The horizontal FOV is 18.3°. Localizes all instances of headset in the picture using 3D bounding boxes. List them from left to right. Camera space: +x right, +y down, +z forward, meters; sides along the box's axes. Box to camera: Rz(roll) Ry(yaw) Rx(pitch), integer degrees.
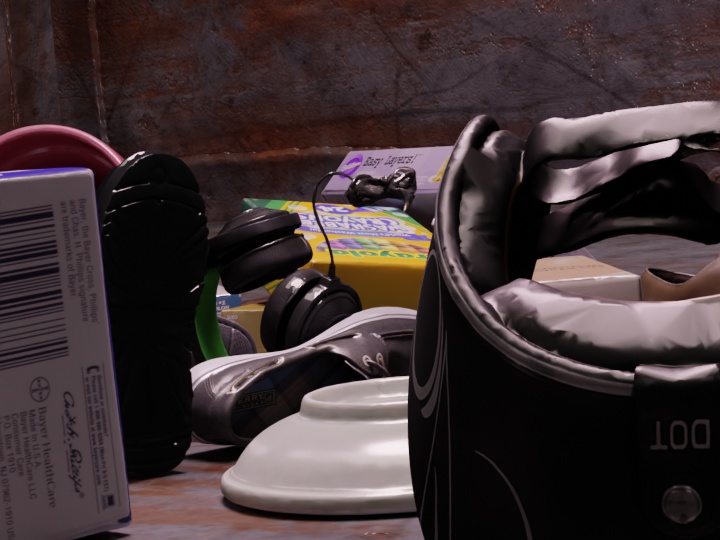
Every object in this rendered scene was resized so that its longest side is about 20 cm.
[{"bbox_3d":[-0.038,0.007,1.453,0.094,0.124,0.200,-17,-28,-46],"label":"headset"}]

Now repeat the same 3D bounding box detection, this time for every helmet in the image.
[{"bbox_3d":[0.105,0.050,0.683,0.198,0.192,0.201,-7,40,6],"label":"helmet"}]

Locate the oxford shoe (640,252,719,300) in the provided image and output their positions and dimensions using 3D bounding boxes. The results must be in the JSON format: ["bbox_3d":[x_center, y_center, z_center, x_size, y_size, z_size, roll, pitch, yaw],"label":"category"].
[{"bbox_3d":[0.273,0.022,1.534,0.199,0.085,0.072,0,5,35],"label":"oxford shoe"}]

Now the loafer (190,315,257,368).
[{"bbox_3d":[-0.165,0.070,1.512,0.199,0.072,0.063,-12,3,-36],"label":"loafer"}]

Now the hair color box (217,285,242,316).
[{"bbox_3d":[-0.160,0.045,1.850,0.099,0.061,0.200,-6,4,-12],"label":"hair color box"}]

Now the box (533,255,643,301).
[{"bbox_3d":[0.130,0.037,1.516,0.094,0.078,0.200,-4,4,-6],"label":"box"}]

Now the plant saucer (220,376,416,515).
[{"bbox_3d":[0.023,0.087,1.190,0.198,0.051,0.200,-4,5,0],"label":"plant saucer"}]

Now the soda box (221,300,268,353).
[{"bbox_3d":[-0.013,0.047,1.648,0.067,0.065,0.199,-1,6,37],"label":"soda box"}]

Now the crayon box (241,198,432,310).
[{"bbox_3d":[0.000,0.000,1.577,0.125,0.052,0.200,3,16,-21],"label":"crayon box"}]

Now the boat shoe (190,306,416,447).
[{"bbox_3d":[-0.016,0.069,1.372,0.199,0.071,0.066,-8,14,-33],"label":"boat shoe"}]

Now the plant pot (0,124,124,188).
[{"bbox_3d":[-0.279,-0.021,2.128,0.198,0.202,0.179,-4,-11,8],"label":"plant pot"}]

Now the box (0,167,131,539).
[{"bbox_3d":[-0.222,0.044,1.141,0.104,0.185,0.199,-11,8,-43],"label":"box"}]

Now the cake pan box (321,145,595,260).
[{"bbox_3d":[0.092,-0.015,1.726,0.052,0.200,0.184,-55,27,-18],"label":"cake pan box"}]

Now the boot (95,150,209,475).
[{"bbox_3d":[-0.160,0.023,1.330,0.073,0.200,0.162,-4,10,-33],"label":"boot"}]
